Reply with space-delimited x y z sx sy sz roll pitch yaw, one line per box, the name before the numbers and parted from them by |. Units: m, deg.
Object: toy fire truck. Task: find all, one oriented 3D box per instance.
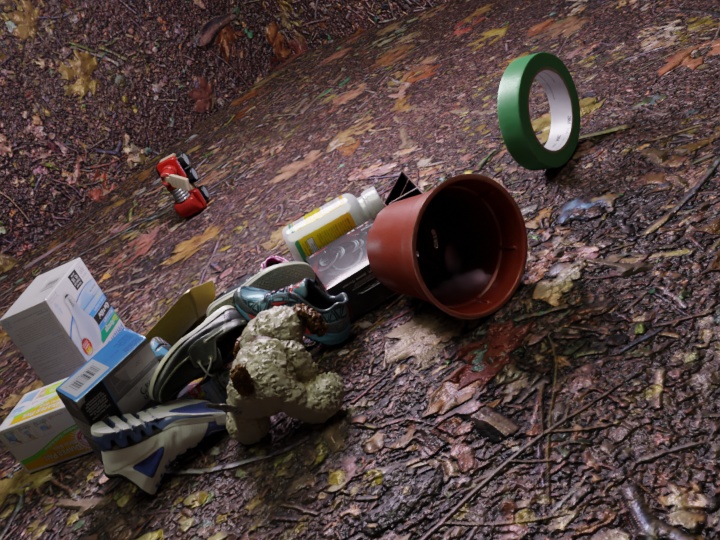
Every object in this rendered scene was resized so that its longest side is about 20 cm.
toy fire truck | -0.515 -0.236 2.310 0.127 0.178 0.201 -23 25 11

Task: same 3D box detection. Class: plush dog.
plush dog | -0.131 0.128 1.143 0.197 0.161 0.174 -21 41 22

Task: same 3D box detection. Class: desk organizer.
desk organizer | 0.090 -0.120 1.515 0.071 0.078 0.200 -29 24 0

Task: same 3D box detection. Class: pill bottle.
pill bottle | -0.042 -0.078 1.538 0.198 0.114 0.113 -29 23 1

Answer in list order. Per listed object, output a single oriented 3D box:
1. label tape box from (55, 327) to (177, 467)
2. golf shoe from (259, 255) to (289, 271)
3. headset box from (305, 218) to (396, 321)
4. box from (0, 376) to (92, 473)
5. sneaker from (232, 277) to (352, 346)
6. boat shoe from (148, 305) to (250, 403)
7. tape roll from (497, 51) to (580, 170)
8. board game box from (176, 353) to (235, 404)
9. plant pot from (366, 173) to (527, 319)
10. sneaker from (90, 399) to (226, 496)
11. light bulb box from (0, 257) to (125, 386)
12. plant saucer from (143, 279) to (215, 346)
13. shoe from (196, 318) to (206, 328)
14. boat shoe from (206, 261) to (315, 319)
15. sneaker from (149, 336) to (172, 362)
label tape box | -0.364 0.216 1.245 0.063 0.202 0.144 14 46 35
golf shoe | -0.160 0.004 1.540 0.075 0.092 0.199 -37 23 -16
headset box | 0.000 0.000 1.384 0.147 0.078 0.200 -31 22 -4
box | -0.525 0.265 1.423 0.197 0.102 0.113 -21 25 19
sneaker | -0.106 0.045 1.278 0.196 0.097 0.080 14 32 0
boat shoe | -0.248 0.136 1.253 0.067 0.072 0.200 29 55 27
tape roll | 0.321 -0.283 1.422 0.048 0.202 0.200 0 36 47
board game box | -0.208 0.161 1.322 0.197 0.062 0.201 -15 29 30
plant pot | 0.114 -0.036 1.203 0.200 0.202 0.194 -38 18 -21
sneaker | -0.302 0.268 1.197 0.197 0.117 0.080 -8 13 -31
light bulb box | -0.632 0.118 1.713 0.123 0.202 0.199 -21 25 14
plant saucer | -0.348 0.113 1.488 0.200 0.048 0.200 -47 2 5
shoe | -0.257 0.096 1.513 0.069 0.054 0.200 1 38 49
boat shoe | -0.171 0.038 1.362 0.198 0.076 0.062 -27 16 -5
sneaker | -0.335 0.174 1.358 0.082 0.073 0.200 -44 -13 -14
